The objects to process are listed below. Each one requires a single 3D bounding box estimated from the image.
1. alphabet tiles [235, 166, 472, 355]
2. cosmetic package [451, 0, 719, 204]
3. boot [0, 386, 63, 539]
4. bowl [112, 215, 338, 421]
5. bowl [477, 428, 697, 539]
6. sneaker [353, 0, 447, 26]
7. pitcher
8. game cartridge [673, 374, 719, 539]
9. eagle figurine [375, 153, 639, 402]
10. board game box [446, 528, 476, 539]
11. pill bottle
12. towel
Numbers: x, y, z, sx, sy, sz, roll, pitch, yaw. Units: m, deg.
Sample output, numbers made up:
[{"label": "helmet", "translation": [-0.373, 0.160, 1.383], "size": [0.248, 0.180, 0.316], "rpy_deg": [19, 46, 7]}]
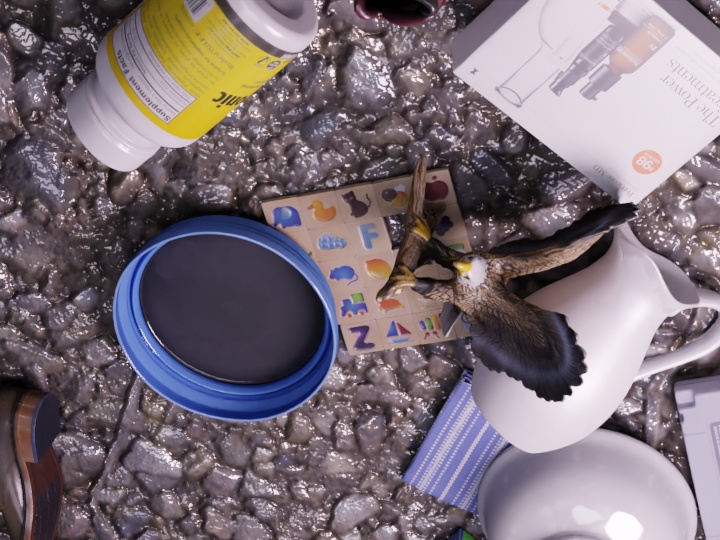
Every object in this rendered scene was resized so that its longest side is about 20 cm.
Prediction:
[{"label": "alphabet tiles", "translation": [0.000, 0.000, 1.791], "size": [0.198, 0.008, 0.168], "rpy_deg": [-9, 122, 14]}, {"label": "cosmetic package", "translation": [0.192, -0.157, 1.622], "size": [0.199, 0.052, 0.151], "rpy_deg": [35, 124, -23]}, {"label": "boot", "translation": [-0.332, 0.190, 1.933], "size": [0.096, 0.075, 0.202], "rpy_deg": [13, 118, 14]}, {"label": "bowl", "translation": [-0.115, 0.041, 1.808], "size": [0.198, 0.040, 0.202], "rpy_deg": [6, 125, 8]}, {"label": "bowl", "translation": [0.198, 0.243, 1.851], "size": [0.199, 0.091, 0.203], "rpy_deg": [5, 126, 7]}, {"label": "sneaker", "translation": [0.080, -0.232, 1.560], "size": [0.199, 0.116, 0.076], "rpy_deg": [-23, 118, 21]}, {"label": "pitcher", "translation": [0.204, 0.068, 1.753], "size": [0.171, 0.122, 0.200], "rpy_deg": [32, 112, -31]}, {"label": "game cartridge", "translation": [0.358, 0.172, 1.839], "size": [0.132, 0.041, 0.201], "rpy_deg": [-7, 122, 16]}, {"label": "eagle figurine", "translation": [0.117, 0.009, 1.673], "size": [0.198, 0.151, 0.153], "rpy_deg": [13, 118, 20]}, {"label": "board game box", "translation": [0.078, 0.346, 1.992], "size": [0.135, 0.035, 0.200], "rpy_deg": [37, 120, -16]}, {"label": "pill bottle", "translation": [-0.137, -0.167, 1.637], "size": [0.199, 0.112, 0.111], "rpy_deg": [-36, 112, 27]}, {"label": "towel", "translation": [0.153, 0.177, 1.882], "size": [0.198, 0.024, 0.145], "rpy_deg": [23, 126, -6]}]
